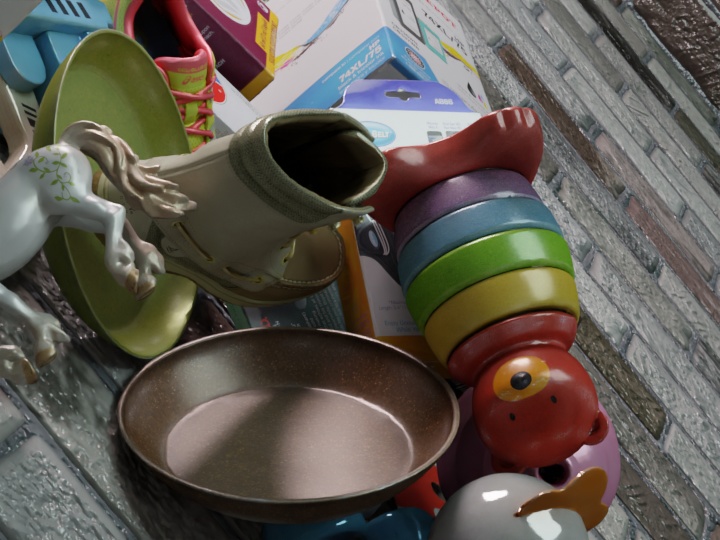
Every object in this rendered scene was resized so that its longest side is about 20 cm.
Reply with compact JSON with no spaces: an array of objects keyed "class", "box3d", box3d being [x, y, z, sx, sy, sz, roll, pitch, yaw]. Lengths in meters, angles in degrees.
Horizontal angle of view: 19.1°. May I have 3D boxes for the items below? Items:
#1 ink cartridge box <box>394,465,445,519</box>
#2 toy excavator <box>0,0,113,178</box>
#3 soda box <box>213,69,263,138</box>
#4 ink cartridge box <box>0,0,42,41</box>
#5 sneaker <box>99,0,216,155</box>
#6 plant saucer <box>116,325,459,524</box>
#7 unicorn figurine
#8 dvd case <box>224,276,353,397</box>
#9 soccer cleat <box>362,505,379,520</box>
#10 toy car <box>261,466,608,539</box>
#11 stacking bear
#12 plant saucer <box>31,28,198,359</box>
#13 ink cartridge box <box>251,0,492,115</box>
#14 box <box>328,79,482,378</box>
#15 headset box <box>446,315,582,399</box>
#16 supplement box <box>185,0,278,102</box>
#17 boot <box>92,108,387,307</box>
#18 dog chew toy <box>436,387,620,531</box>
[{"class":"ink cartridge box","box3d":[0.098,0.207,1.479,0.160,0.047,0.201,36,27,-35]},{"class":"toy excavator","box3d":[-0.209,-0.112,1.321,0.194,0.100,0.201,-1,63,-64]},{"class":"soda box","box3d":[-0.157,-0.140,1.511,0.200,0.064,0.068,43,22,-19]},{"class":"ink cartridge box","box3d":[-0.253,-0.186,1.178,0.145,0.200,0.088,36,24,-34]},{"class":"sneaker","box3d":[-0.128,-0.108,1.412,0.078,0.090,0.201,-18,88,-36]},{"class":"plant saucer","box3d":[-0.042,0.095,1.251,0.201,0.199,0.037,-83,174,-64]},{"class":"unicorn figurine","box3d":[-0.196,-0.013,1.149,0.200,0.074,0.138,-37,86,-36]},{"class":"dvd case","box3d":[0.000,0.000,1.398,0.199,0.022,0.147,-19,79,-35]},{"class":"soccer cleat","box3d":[0.006,0.092,1.425,0.069,0.085,0.200,45,21,-20]},{"class":"toy car","box3d":[0.078,0.184,1.253,0.177,0.200,0.185,23,34,-53]},{"class":"stacking bear","box3d":[0.084,0.024,1.290,0.114,0.121,0.201,68,3,-66]},{"class":"plant saucer","box3d":[-0.151,-0.045,1.300,0.200,0.031,0.201,-8,90,-71]},{"class":"ink cartridge box","box3d":[0.004,-0.144,1.745,0.147,0.146,0.200,38,23,-34]},{"class":"box","box3d":[0.037,-0.028,1.395,0.118,0.041,0.201,0,66,-29]},{"class":"headset box","box3d":[0.035,0.008,1.529,0.200,0.148,0.075,45,55,-14]},{"class":"supplement box","box3d":[-0.159,-0.205,1.586,0.200,0.086,0.111,42,22,-22]},{"class":"boot","box3d":[-0.040,-0.037,1.261,0.200,0.154,0.072,17,62,-47]},{"class":"dog chew toy","box3d":[0.114,0.126,1.389,0.125,0.124,0.200,51,-3,0]}]
